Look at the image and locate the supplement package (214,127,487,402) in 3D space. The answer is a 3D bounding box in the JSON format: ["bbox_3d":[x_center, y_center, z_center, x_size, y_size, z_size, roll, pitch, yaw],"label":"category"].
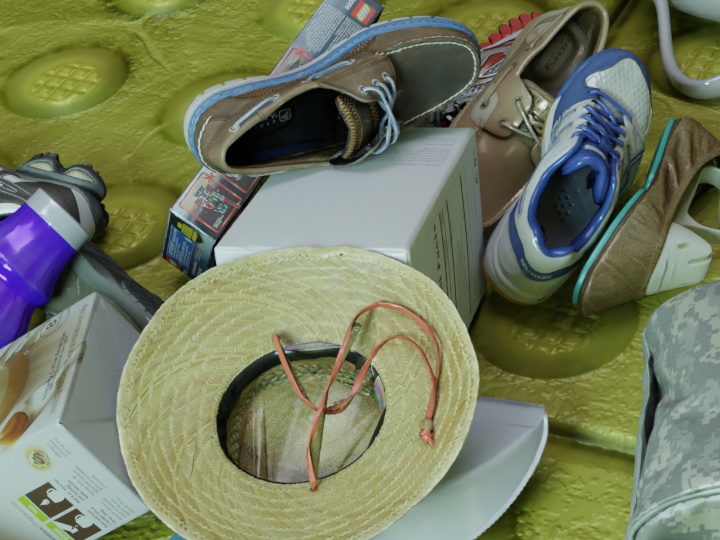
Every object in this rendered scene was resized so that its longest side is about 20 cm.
[{"bbox_3d":[0.000,0.000,1.166,0.120,0.121,0.200,1,25,16],"label":"supplement package"}]

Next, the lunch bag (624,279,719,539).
[{"bbox_3d":[0.230,0.093,1.008,0.167,0.140,0.201,1,38,14],"label":"lunch bag"}]

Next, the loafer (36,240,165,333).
[{"bbox_3d":[-0.168,0.039,1.246,0.200,0.075,0.070,37,95,40],"label":"loafer"}]

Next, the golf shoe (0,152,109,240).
[{"bbox_3d":[-0.287,-0.043,1.362,0.199,0.078,0.095,3,40,19],"label":"golf shoe"}]

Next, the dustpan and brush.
[{"bbox_3d":[0.013,0.149,1.072,0.139,0.058,0.200,4,32,36],"label":"dustpan and brush"}]

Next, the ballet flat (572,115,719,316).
[{"bbox_3d":[0.208,-0.030,1.245,0.072,0.068,0.200,25,43,12],"label":"ballet flat"}]

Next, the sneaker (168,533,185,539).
[{"bbox_3d":[-0.083,0.179,0.984,0.079,0.131,0.200,-15,38,-3],"label":"sneaker"}]

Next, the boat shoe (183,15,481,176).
[{"bbox_3d":[-0.008,-0.099,1.166,0.199,0.073,0.072,-22,30,-10],"label":"boat shoe"}]

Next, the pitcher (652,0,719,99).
[{"bbox_3d":[0.268,-0.231,1.444,0.171,0.121,0.200,-37,54,-8],"label":"pitcher"}]

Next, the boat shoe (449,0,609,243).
[{"bbox_3d":[0.113,-0.109,1.305,0.201,0.071,0.064,-63,15,-21],"label":"boat shoe"}]

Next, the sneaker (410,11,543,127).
[{"bbox_3d":[0.094,-0.129,1.374,0.199,0.078,0.082,-30,43,-23],"label":"sneaker"}]

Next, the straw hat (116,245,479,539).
[{"bbox_3d":[-0.030,0.088,1.041,0.199,0.085,0.202,-3,62,5],"label":"straw hat"}]

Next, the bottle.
[{"bbox_3d":[-0.261,0.034,1.211,0.200,0.065,0.083,-46,48,-5],"label":"bottle"}]

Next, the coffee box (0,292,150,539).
[{"bbox_3d":[-0.209,0.115,1.071,0.199,0.080,0.115,-30,29,25],"label":"coffee box"}]

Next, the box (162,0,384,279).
[{"bbox_3d":[-0.062,-0.092,1.271,0.040,0.137,0.201,35,74,0],"label":"box"}]

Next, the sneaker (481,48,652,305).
[{"bbox_3d":[0.153,-0.069,1.227,0.075,0.088,0.201,28,68,-6],"label":"sneaker"}]
